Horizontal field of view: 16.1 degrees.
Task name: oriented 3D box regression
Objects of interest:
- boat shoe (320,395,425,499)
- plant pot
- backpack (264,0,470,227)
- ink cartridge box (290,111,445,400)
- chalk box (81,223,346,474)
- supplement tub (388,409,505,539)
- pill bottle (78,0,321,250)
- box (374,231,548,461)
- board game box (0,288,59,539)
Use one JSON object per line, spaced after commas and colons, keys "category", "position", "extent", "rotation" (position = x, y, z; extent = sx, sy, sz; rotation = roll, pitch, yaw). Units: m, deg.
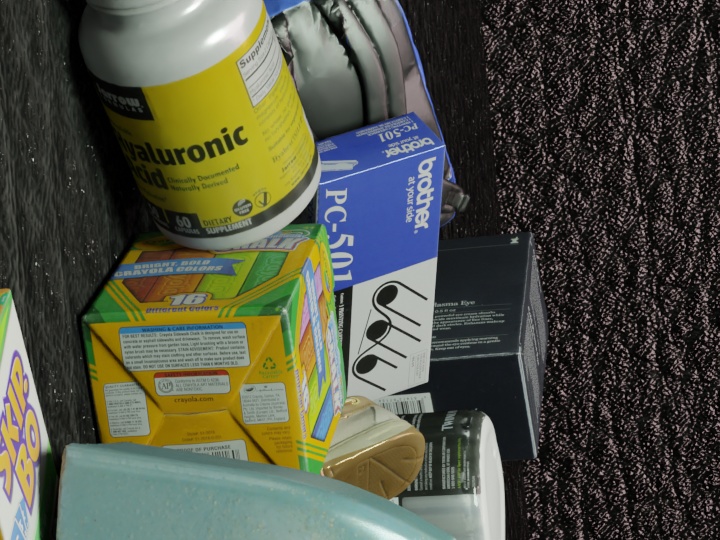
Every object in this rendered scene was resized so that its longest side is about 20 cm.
{"category": "boat shoe", "position": [-0.057, 0.130, 1.589], "extent": [0.069, 0.199, 0.074], "rotation": [43, -42, 41]}
{"category": "plant pot", "position": [-0.048, 0.194, 1.337], "extent": [0.196, 0.199, 0.197], "rotation": [37, 56, -84]}
{"category": "backpack", "position": [-0.049, -0.111, 1.681], "extent": [0.168, 0.162, 0.201], "rotation": [39, -27, 48]}
{"category": "ink cartridge box", "position": [0.000, 0.000, 1.647], "extent": [0.044, 0.094, 0.201], "rotation": [49, -32, 42]}
{"category": "chalk box", "position": [-0.081, 0.046, 1.539], "extent": [0.200, 0.124, 0.124], "rotation": [-72, 157, -69]}
{"category": "supplement tub", "position": [-0.008, 0.159, 1.694], "extent": [0.123, 0.199, 0.123], "rotation": [-4, 90, -80]}
{"category": "pill bottle", "position": [-0.101, -0.118, 1.494], "extent": [0.112, 0.111, 0.200], "rotation": [-83, 159, -48]}
{"category": "box", "position": [0.044, 0.066, 2.039], "extent": [0.182, 0.199, 0.104], "rotation": [-77, 160, -57]}
{"category": "board game box", "position": [-0.175, 0.103, 1.249], "extent": [0.096, 0.030, 0.201], "rotation": [-80, 161, -56]}
